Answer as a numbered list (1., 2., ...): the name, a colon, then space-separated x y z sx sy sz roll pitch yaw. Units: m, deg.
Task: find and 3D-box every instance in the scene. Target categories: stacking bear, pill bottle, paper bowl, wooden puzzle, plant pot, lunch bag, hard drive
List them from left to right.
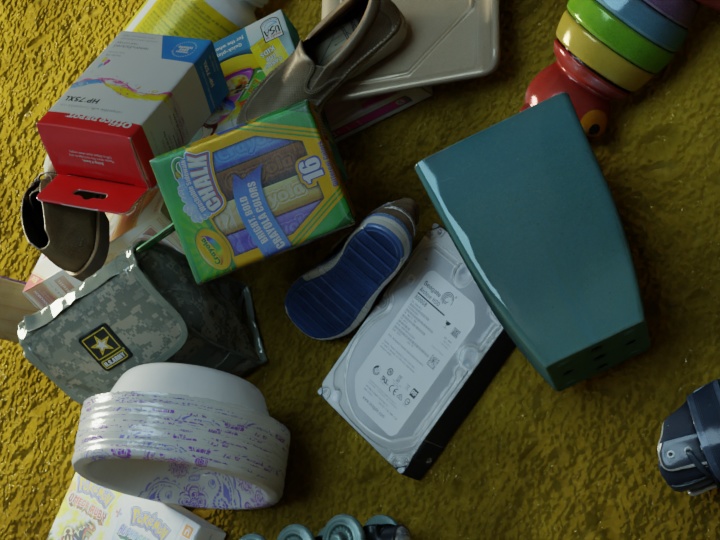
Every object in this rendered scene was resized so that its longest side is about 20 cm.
1. lunch bag: -0.219 0.062 1.580 0.164 0.200 0.118 -32 55 23
2. paper bowl: -0.166 0.154 1.500 0.200 0.200 0.105 -7 66 36
3. pill bottle: -0.186 -0.267 1.744 0.200 0.114 0.114 -49 50 12
4. wooden puzzle: 0.050 -0.257 1.571 0.199 0.037 0.186 -10 64 26
5. hard drive: 0.061 0.073 1.463 0.200 0.038 0.140 -54 49 7
6. plant pot: 0.158 -0.012 1.335 0.141 0.141 0.200 -25 68 4
7. stacking bear: 0.221 -0.198 1.403 0.200 0.121 0.114 -54 51 18

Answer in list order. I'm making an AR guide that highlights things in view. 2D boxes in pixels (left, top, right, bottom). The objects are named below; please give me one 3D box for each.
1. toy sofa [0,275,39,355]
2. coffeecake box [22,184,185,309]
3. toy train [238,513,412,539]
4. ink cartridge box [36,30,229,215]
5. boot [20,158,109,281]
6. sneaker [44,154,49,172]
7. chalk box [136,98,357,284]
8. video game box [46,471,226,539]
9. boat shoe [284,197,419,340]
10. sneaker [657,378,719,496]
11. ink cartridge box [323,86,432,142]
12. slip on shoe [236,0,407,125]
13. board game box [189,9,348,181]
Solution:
1. toy sofa: -0.399 0.045 1.730 0.083 0.200 0.098 19 91 42
2. coffeecake box: -0.244 -0.039 1.684 0.200 0.073 0.154 -28 28 27
3. toy train: -0.035 0.285 1.429 0.200 0.085 0.114 -18 72 32
4. ink cartridge box: -0.231 -0.147 1.554 0.116 0.067 0.200 9 46 27
5. boot: -0.299 -0.085 1.594 0.074 0.075 0.200 -38 43 26
6. sneaker: -0.288 -0.114 1.698 0.199 0.070 0.093 -15 27 40
7. chalk box: -0.116 -0.066 1.476 0.199 0.124 0.124 -20 94 2
8. video game box: -0.246 0.308 1.606 0.200 0.047 0.183 20 83 41
9. boat shoe: 0.000 0.000 1.508 0.200 0.072 0.072 -40 6 48
10. sneaker: 0.309 0.160 1.195 0.146 0.077 0.203 -27 47 14
11. ink cartridge box: -0.019 -0.185 1.633 0.200 0.037 0.095 -25 59 31
12. slip on shoe: -0.047 -0.197 1.538 0.200 0.061 0.076 -34 57 12
13. board game box: -0.113 -0.149 1.613 0.151 0.047 0.200 -25 59 10
